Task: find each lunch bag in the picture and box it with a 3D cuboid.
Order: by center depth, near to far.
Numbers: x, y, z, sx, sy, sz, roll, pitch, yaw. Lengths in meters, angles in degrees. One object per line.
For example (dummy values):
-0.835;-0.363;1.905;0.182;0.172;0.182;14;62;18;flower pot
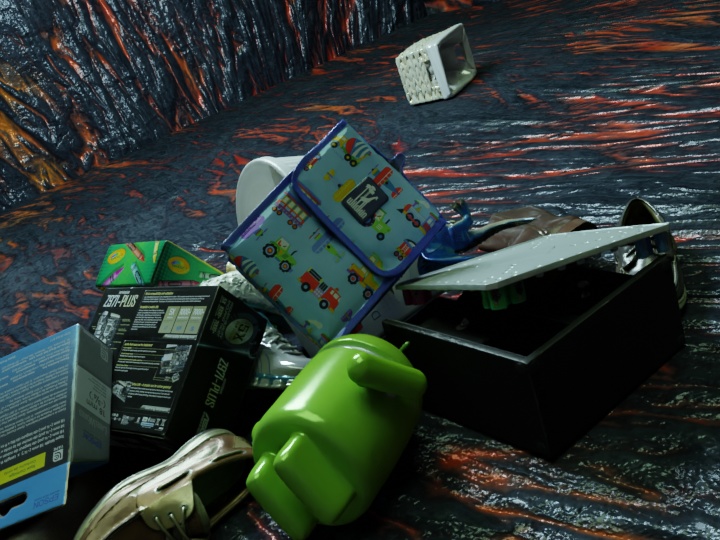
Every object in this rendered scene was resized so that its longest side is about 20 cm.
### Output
-0.019;-0.039;0.877;0.201;0.150;0.094;-48;-3;-9;lunch bag

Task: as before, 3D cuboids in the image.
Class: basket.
0.184;-0.499;2.100;0.121;0.138;0.200;-8;23;31;basket

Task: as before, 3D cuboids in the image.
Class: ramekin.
-0.086;-0.066;1.211;0.093;0.206;0.201;-19;17;-33;ramekin

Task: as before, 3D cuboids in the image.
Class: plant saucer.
-0.350;0.250;0.880;0.197;0.037;0.201;-17;22;7;plant saucer

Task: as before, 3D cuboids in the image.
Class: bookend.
0.161;0.059;0.817;0.198;0.094;0.197;-30;23;-28;bookend

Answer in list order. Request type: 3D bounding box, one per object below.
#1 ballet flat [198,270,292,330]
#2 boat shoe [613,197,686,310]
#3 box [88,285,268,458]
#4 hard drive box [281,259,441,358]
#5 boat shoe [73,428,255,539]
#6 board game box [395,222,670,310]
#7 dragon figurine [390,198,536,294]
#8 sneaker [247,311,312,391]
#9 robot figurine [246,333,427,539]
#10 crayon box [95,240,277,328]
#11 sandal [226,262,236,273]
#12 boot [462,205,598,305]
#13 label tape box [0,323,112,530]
-0.113;0.029;1.024;0.198;0.073;0.071;21;-11;-43;ballet flat
0.299;-0.017;0.918;0.072;0.066;0.201;-12;23;13;boat shoe
-0.218;0.109;0.934;0.197;0.086;0.166;-3;61;38;box
0.000;0.000;0.995;0.199;0.157;0.077;-34;-4;-32;hard drive box
-0.164;0.210;0.761;0.073;0.077;0.199;5;33;41;boat shoe
0.158;-0.003;0.825;0.197;0.026;0.199;-17;6;-21;board game box
0.092;-0.022;0.951;0.196;0.059;0.101;5;61;-5;dragon figurine
-0.106;0.090;0.956;0.197;0.089;0.074;-1;-12;36;sneaker
-0.017;0.135;0.751;0.175;0.116;0.200;-42;4;40;robot figurine
-0.207;0.034;1.059;0.117;0.199;0.059;-2;64;41;crayon box
-0.163;0.016;1.175;0.210;0.070;0.078;-13;39;49;sandal
0.173;-0.019;1.051;0.184;0.065;0.200;-26;18;-9;boot
-0.323;0.172;0.854;0.142;0.063;0.202;-22;49;13;label tape box
